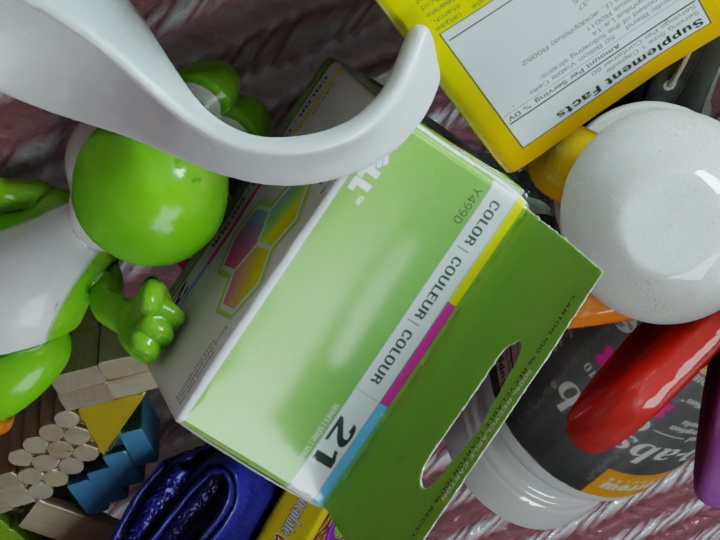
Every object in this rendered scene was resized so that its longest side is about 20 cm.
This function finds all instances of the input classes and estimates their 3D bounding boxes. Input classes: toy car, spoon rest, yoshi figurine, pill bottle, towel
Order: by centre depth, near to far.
[{"bbox_3d":[-0.074,-0.072,0.883,0.198,0.061,0.099,10,158,14],"label":"spoon rest"},{"bbox_3d":[-0.122,-0.006,0.973,0.200,0.112,0.112,-41,138,13],"label":"yoshi figurine"},{"bbox_3d":[0.151,0.020,0.996,0.175,0.199,0.151,-46,155,-84],"label":"toy car"},{"bbox_3d":[-0.067,0.122,1.150,0.148,0.049,0.200,-54,166,19],"label":"towel"},{"bbox_3d":[0.130,0.042,1.181,0.116,0.117,0.200,0,150,-35],"label":"pill bottle"}]

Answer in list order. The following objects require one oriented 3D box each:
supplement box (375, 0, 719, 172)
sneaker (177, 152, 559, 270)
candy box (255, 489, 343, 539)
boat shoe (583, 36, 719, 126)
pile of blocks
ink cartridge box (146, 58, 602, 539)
[{"bbox_3d":[0.043,-0.146,0.903,0.108,0.110,0.200,-33,145,7],"label":"supplement box"},{"bbox_3d":[0.000,0.000,1.095,0.199,0.077,0.085,0,142,-34],"label":"sneaker"},{"bbox_3d":[-0.008,0.100,1.117,0.102,0.026,0.201,-41,164,-46],"label":"candy box"},{"bbox_3d":[0.126,-0.107,1.051,0.057,0.067,0.201,-22,149,-17],"label":"boat shoe"},{"bbox_3d":[-0.135,0.078,1.101,0.082,0.062,0.200,25,129,-24],"label":"pile of blocks"},{"bbox_3d":[-0.002,0.015,0.922,0.076,0.200,0.148,33,95,-19],"label":"ink cartridge box"}]
